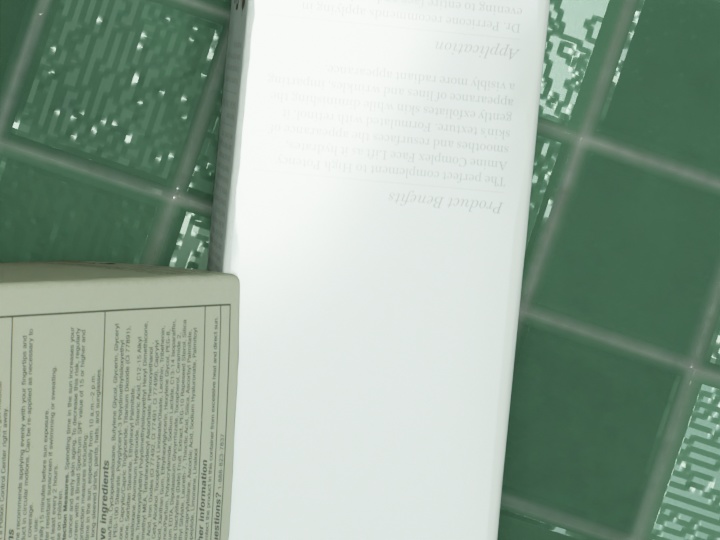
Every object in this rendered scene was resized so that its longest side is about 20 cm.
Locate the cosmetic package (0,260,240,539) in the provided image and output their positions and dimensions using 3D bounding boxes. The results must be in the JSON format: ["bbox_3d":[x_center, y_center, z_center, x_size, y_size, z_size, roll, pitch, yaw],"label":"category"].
[{"bbox_3d":[-0.119,0.051,0.865,0.073,0.200,0.104,5,93,32],"label":"cosmetic package"}]

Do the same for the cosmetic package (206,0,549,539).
[{"bbox_3d":[0.000,0.000,0.974,0.101,0.074,0.201,6,95,-8],"label":"cosmetic package"}]
